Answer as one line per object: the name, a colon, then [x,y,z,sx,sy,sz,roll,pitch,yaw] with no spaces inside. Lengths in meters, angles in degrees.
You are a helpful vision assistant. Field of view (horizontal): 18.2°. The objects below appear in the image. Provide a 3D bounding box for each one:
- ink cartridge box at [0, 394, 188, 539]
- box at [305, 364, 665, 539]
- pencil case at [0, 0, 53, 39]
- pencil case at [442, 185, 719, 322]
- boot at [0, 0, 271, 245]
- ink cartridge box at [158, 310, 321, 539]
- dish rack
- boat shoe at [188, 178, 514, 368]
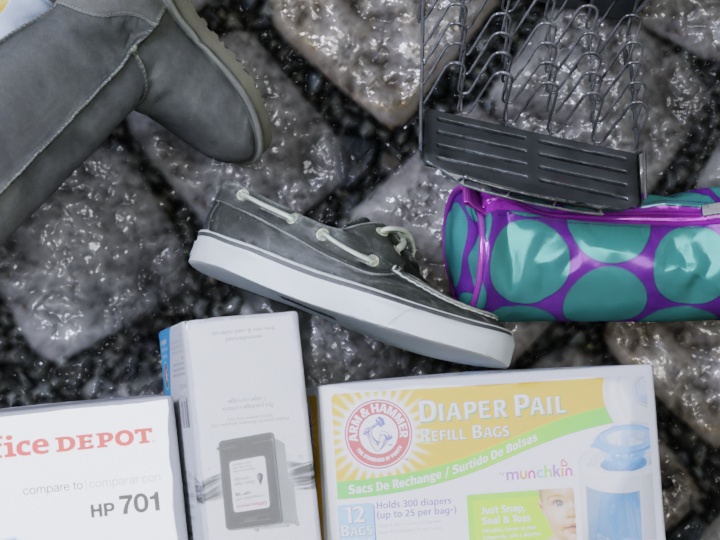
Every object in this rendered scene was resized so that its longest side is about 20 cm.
ink cartridge box: [-0.170,0.175,1.268,0.146,0.086,0.200,-6,88,-12]
box: [0.065,0.115,1.310,0.200,0.101,0.113,-4,86,-12]
pencil case: [-0.242,-0.077,1.271,0.083,0.091,0.200,19,77,28]
pencil case: [0.152,-0.013,1.342,0.200,0.092,0.085,-1,47,-10]
boot: [-0.156,-0.071,1.252,0.182,0.073,0.200,52,56,-27]
ink cartridge box: [-0.066,0.127,1.276,0.067,0.116,0.200,-5,87,-13]
dish rack: [0.103,-0.123,1.319,0.153,0.055,0.200,10,50,-9]
boat shoe: [0.000,0.000,1.298,0.200,0.071,0.064,20,82,12]
